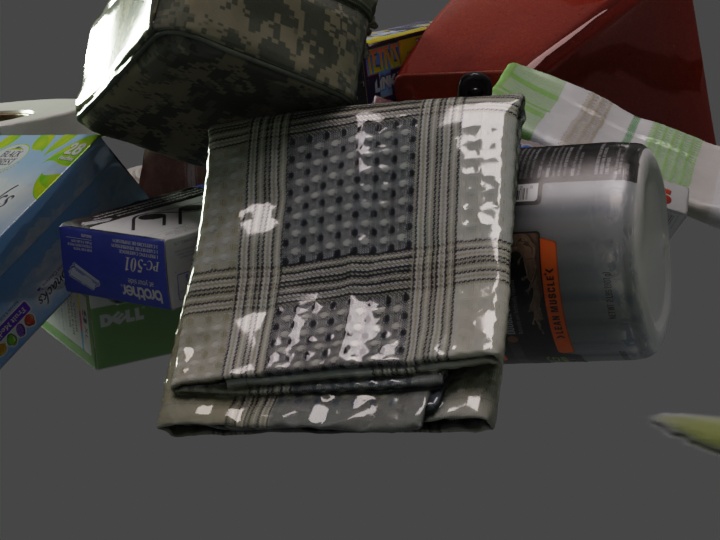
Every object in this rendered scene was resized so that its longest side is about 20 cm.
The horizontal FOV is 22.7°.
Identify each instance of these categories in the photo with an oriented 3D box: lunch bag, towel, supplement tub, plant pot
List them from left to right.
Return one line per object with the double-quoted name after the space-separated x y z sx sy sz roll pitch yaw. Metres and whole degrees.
-0.074 -0.168 1.077 0.138 0.169 0.200 15 -18 -21 "lunch bag"
-0.010 -0.005 0.956 0.191 0.201 0.035 -3 -28 18 "towel"
0.071 -0.008 1.023 0.198 0.124 0.122 -3 12 19 "supplement tub"
0.139 -0.117 1.387 0.199 0.201 0.176 3 24 41 "plant pot"
0.177 -0.082 1.165 0.199 0.031 0.149 24 19 5 "towel"

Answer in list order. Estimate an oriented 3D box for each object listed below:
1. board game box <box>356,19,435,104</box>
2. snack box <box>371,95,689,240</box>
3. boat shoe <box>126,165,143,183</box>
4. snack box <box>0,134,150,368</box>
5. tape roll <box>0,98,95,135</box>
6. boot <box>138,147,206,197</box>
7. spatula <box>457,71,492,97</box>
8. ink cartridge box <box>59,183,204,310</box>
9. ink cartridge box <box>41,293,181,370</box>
0.032 -0.109 1.434 0.056 0.167 0.200 -1 12 30 "board game box"
0.093 -0.050 1.087 0.199 0.024 0.072 16 -32 -6 "snack box"
-0.101 -0.061 1.367 0.199 0.070 0.071 18 35 27 "boat shoe"
-0.249 -0.011 1.161 0.169 0.068 0.199 -48 29 -22 "snack box"
-0.299 -0.051 1.404 0.201 0.140 0.203 -6 11 1 "tape roll"
-0.139 -0.073 1.312 0.199 0.168 0.072 -13 5 25 "boot"
0.070 -0.073 1.120 0.056 0.021 0.200 3 -20 2 "spatula"
-0.078 -0.025 1.099 0.094 0.045 0.199 9 19 40 "ink cartridge box"
-0.141 0.018 1.170 0.103 0.060 0.200 -11 15 -24 "ink cartridge box"
